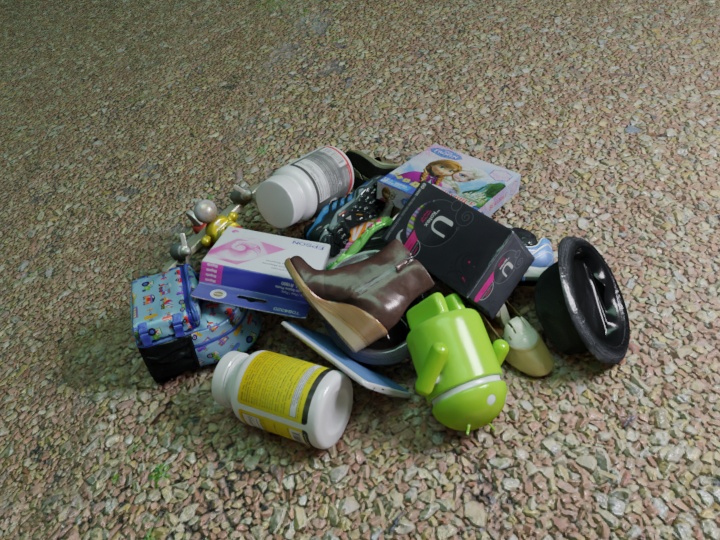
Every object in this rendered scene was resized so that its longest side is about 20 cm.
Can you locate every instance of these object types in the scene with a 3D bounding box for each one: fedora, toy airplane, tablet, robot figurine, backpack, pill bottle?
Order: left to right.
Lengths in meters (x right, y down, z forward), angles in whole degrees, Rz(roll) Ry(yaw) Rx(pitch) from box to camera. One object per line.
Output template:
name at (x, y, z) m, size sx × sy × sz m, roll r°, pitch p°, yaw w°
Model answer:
backpack at (-0.275, 0.074, 1.204) m, size 0.197 × 0.136 × 0.184 m, roll -14°, pitch 41°, yaw -3°
toy airplane at (-0.284, -0.085, 1.373) m, size 0.196 × 0.142 × 0.202 m, roll -13°, pitch 46°, yaw 12°
pill bottle at (-0.119, 0.184, 1.056) m, size 0.197 × 0.114 × 0.113 m, roll 12°, pitch 47°, yaw 25°
pill bottle at (-0.109, -0.164, 1.401) m, size 0.112 × 0.116 × 0.200 m, roll 16°, pitch 34°, yaw 29°
tablet at (-0.025, 0.137, 1.087) m, size 0.199 × 0.130 × 0.014 m, roll 30°, pitch 92°, yaw 38°
fedora at (0.029, 0.075, 1.148) m, size 0.175 × 0.091 × 0.201 m, roll -27°, pitch 57°, yaw -11°
robot figurine at (0.137, 0.135, 1.012) m, size 0.115 × 0.174 × 0.203 m, roll -34°, pitch 65°, yaw 35°
fedora at (0.327, 0.054, 1.079) m, size 0.091 × 0.200 × 0.202 m, roll -28°, pitch 27°, yaw 41°

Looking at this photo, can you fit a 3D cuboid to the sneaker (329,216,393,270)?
sneaker at (0.000, 0.000, 1.216) m, size 0.200 × 0.084 × 0.077 m, roll -47°, pitch -3°, yaw 16°

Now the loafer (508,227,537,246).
loafer at (0.213, -0.040, 1.252) m, size 0.197 × 0.069 × 0.071 m, roll -5°, pitch 33°, yaw 3°

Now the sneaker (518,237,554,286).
sneaker at (0.229, -0.017, 1.193) m, size 0.196 × 0.076 × 0.078 m, roll 3°, pitch 81°, yaw 11°

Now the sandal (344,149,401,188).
sandal at (0.050, -0.198, 1.471) m, size 0.199 × 0.081 × 0.057 m, roll 21°, pitch 34°, yaw 25°

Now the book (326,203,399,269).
book at (-0.011, -0.055, 1.348) m, size 0.131 × 0.048 × 0.202 m, roll 2°, pitch 47°, yaw 19°

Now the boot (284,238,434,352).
boot at (-0.005, 0.009, 1.089) m, size 0.166 × 0.073 × 0.200 m, roll -42°, pitch 68°, yaw -8°

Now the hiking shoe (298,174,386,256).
hiking shoe at (-0.027, -0.118, 1.330) m, size 0.086 × 0.075 × 0.200 m, roll 27°, pitch 61°, yaw 38°

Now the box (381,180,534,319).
box at (0.151, -0.035, 1.117) m, size 0.199 × 0.106 × 0.123 m, roll 35°, pitch 90°, yaw 39°

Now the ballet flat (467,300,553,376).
ballet flat at (0.227, 0.085, 1.110) m, size 0.068 × 0.064 × 0.200 m, roll -26°, pitch 43°, yaw -14°

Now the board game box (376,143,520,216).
board game box at (0.166, -0.157, 1.320) m, size 0.198 × 0.042 × 0.199 m, roll 25°, pitch 42°, yaw 28°

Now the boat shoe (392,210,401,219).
boat shoe at (0.134, -0.091, 1.322) m, size 0.198 × 0.072 × 0.069 m, roll -29°, pitch 46°, yaw -22°

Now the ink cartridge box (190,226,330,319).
ink cartridge box at (-0.162, -0.003, 1.194) m, size 0.193 × 0.044 × 0.201 m, roll 11°, pitch 28°, yaw 3°
